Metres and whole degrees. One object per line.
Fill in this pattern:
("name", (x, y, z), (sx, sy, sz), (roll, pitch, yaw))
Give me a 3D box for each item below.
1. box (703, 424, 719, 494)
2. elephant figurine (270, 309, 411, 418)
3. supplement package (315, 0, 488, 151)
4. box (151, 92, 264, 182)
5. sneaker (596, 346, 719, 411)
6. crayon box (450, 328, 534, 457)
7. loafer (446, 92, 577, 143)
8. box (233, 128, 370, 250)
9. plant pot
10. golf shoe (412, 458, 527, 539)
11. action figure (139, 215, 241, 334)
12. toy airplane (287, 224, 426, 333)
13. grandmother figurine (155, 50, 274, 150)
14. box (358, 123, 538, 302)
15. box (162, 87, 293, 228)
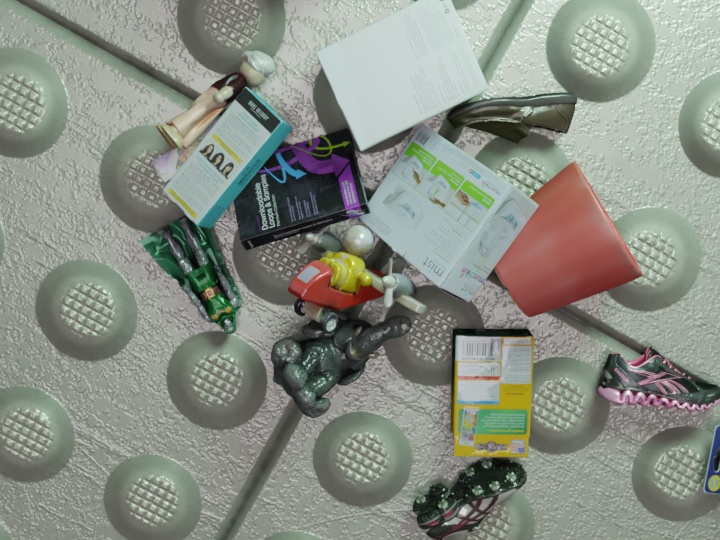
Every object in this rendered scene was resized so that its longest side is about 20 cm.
("box", (0.665, 0.315, 1.397), (0.198, 0.032, 0.122), (7, 100, -2))
("elephant figurine", (-0.033, 0.127, 1.327), (0.199, 0.155, 0.142), (-34, 143, -16))
("supplement package", (0.057, -0.287, 1.237), (0.199, 0.151, 0.153), (-25, 100, 5))
("box", (-0.228, -0.204, 1.312), (0.199, 0.041, 0.039), (-32, 98, 5))
("sneaker", (0.482, 0.171, 1.360), (0.198, 0.079, 0.096), (6, 89, -2))
("crayon box", (0.210, 0.197, 1.373), (0.124, 0.052, 0.202), (1, 99, 1))
("loafer", (0.231, -0.227, 1.285), (0.198, 0.073, 0.072), (-5, 99, 2))
("box", (-0.096, -0.124, 1.288), (0.198, 0.036, 0.144), (-17, 62, 5))
("plant pot", (0.294, -0.033, 1.270), (0.177, 0.201, 0.201), (-32, 98, 17))
("golf shoe", (0.187, 0.379, 1.405), (0.199, 0.077, 0.088), (-25, 119, 7))
("action figure", (-0.249, 0.013, 1.347), (0.117, 0.055, 0.201), (-28, 103, 3))
("toy airplane", (0.000, 0.000, 1.266), (0.198, 0.199, 0.142), (9, 113, -1))
("grandmother figurine", (-0.211, -0.258, 1.269), (0.200, 0.121, 0.061), (-41, 122, -12))
("box", (0.123, -0.085, 1.246), (0.200, 0.096, 0.177), (41, 101, 38))
("box", (-0.197, -0.165, 1.262), (0.082, 0.049, 0.200), (43, 98, 14))
